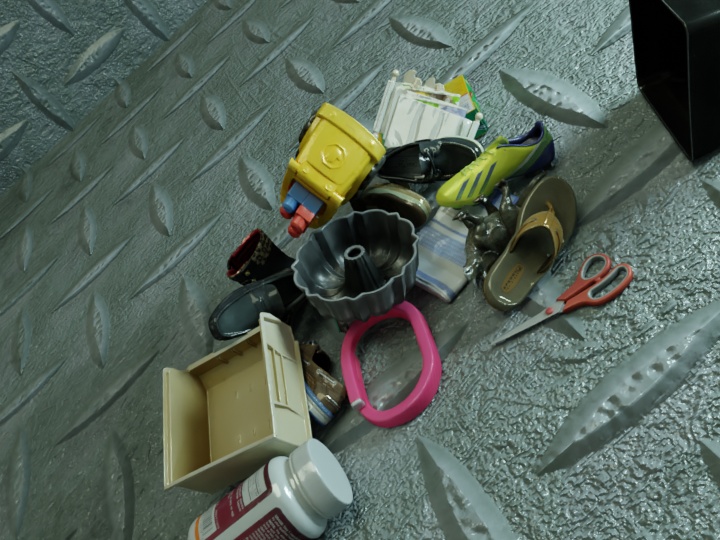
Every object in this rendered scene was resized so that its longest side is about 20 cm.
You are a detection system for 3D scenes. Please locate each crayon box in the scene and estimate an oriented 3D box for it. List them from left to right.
[{"bbox_3d":[0.122,-0.252,1.255,0.197,0.058,0.120,-29,40,19],"label":"crayon box"}]

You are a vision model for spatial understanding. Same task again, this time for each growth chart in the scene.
[{"bbox_3d":[0.111,-0.252,1.188,0.198,0.018,0.147,30,98,22],"label":"growth chart"}]

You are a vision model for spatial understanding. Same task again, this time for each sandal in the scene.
[{"bbox_3d":[0.233,-0.037,0.932,0.202,0.079,0.054,-57,-5,-10],"label":"sandal"}]

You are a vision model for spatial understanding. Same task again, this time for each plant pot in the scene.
[{"bbox_3d":[0.468,-0.303,0.894,0.174,0.202,0.202,-19,42,11],"label":"plant pot"}]

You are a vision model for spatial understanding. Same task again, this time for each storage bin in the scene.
[{"bbox_3d":[-0.181,0.190,1.000,0.198,0.093,0.202,-29,53,22],"label":"storage bin"}]

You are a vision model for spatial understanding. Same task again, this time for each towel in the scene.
[{"bbox_3d":[0.148,-0.052,1.075,0.201,0.024,0.146,-50,39,-8],"label":"towel"}]

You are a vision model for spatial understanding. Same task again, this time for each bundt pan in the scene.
[{"bbox_3d":[0.000,0.000,1.051,0.197,0.077,0.204,-12,40,11],"label":"bundt pan"}]

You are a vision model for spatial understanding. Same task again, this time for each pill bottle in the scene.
[{"bbox_3d":[-0.114,0.315,0.896,0.199,0.114,0.115,-38,38,7],"label":"pill bottle"}]

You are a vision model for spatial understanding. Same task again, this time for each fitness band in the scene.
[{"bbox_3d":[0.041,0.127,0.995,0.142,0.037,0.202,-33,40,14],"label":"fitness band"}]

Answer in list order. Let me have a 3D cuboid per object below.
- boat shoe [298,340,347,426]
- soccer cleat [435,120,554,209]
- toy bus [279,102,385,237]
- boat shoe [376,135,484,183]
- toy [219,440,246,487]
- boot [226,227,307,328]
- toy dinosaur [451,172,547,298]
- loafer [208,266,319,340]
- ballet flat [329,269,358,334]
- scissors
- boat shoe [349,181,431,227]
[{"bbox_3d":[-0.080,0.150,1.064,0.072,0.073,0.200,-40,47,-5],"label":"boat shoe"},{"bbox_3d":[0.199,-0.162,1.055,0.197,0.085,0.065,-25,36,3],"label":"soccer cleat"},{"bbox_3d":[-0.068,-0.134,1.113,0.194,0.134,0.200,-57,4,-18],"label":"toy bus"},{"bbox_3d":[0.104,-0.177,1.137,0.196,0.076,0.066,8,26,33],"label":"boat shoe"},{"bbox_3d":[-0.187,0.262,1.065,0.198,0.047,0.117,10,64,47],"label":"toy"},{"bbox_3d":[-0.168,0.045,1.164,0.072,0.151,0.202,9,62,45],"label":"boot"},{"bbox_3d":[0.198,-0.061,1.000,0.199,0.103,0.077,-40,6,-15],"label":"toy dinosaur"},{"bbox_3d":[-0.148,0.045,1.085,0.199,0.069,0.070,-31,12,-36],"label":"loafer"},{"bbox_3d":[-0.033,0.021,1.145,0.070,0.070,0.201,-23,43,-5],"label":"ballet flat"},{"bbox_3d":[0.256,0.050,0.890,0.199,0.014,0.073,-40,40,3],"label":"scissors"},{"bbox_3d":[0.059,-0.125,1.184,0.076,0.072,0.198,-41,32,-21],"label":"boat shoe"}]
